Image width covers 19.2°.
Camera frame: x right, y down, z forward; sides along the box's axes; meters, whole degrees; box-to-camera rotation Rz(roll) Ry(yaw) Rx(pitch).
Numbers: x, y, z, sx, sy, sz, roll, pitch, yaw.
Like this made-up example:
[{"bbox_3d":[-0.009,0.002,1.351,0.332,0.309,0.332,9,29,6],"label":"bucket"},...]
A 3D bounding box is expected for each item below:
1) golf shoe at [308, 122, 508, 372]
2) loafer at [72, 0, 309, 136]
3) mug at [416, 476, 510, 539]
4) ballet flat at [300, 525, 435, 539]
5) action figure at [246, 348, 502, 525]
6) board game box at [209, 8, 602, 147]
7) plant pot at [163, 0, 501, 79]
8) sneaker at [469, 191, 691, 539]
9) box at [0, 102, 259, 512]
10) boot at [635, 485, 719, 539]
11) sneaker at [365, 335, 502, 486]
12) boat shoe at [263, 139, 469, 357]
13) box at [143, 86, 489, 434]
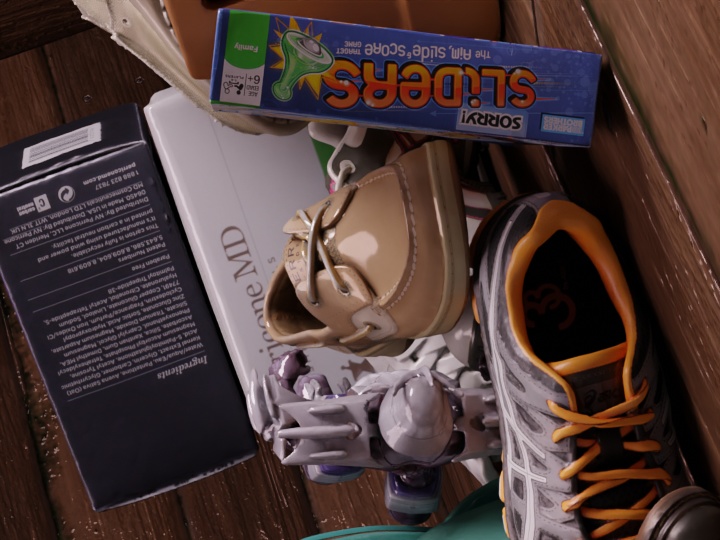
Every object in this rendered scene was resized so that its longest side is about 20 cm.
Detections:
[{"bbox_3d":[0.028,-0.021,1.035,0.200,0.088,0.077,-103,13,-49],"label":"golf shoe"},{"bbox_3d":[-0.099,-0.142,1.067,0.200,0.076,0.068,45,157,-3],"label":"loafer"},{"bbox_3d":[0.075,0.175,0.931,0.185,0.114,0.153,129,121,-88],"label":"mug"},{"bbox_3d":[0.047,0.163,1.035,0.067,0.199,0.071,-53,49,36],"label":"ballet flat"},{"bbox_3d":[0.012,0.066,0.943,0.200,0.130,0.070,123,154,-76],"label":"action figure"},{"bbox_3d":[0.010,-0.072,0.825,0.200,0.135,0.035,-131,47,-85],"label":"board game box"},{"bbox_3d":[-0.034,-0.172,0.965,0.200,0.140,0.201,160,90,-88],"label":"plant pot"},{"bbox_3d":[0.088,0.062,0.825,0.077,0.078,0.201,114,138,-80],"label":"sneaker"},{"bbox_3d":[-0.143,0.018,1.253,0.148,0.104,0.201,-122,13,-76],"label":"box"},{"bbox_3d":[0.149,0.180,0.761,0.097,0.075,0.201,13,115,57],"label":"boot"},{"bbox_3d":[0.058,0.053,1.097,0.200,0.076,0.081,44,-174,-23],"label":"sneaker"},{"bbox_3d":[0.000,0.000,0.912,0.200,0.064,0.072,122,143,-68],"label":"boat shoe"},{"bbox_3d":[-0.016,-0.036,1.241,0.200,0.171,0.200,-128,18,-83],"label":"box"}]
